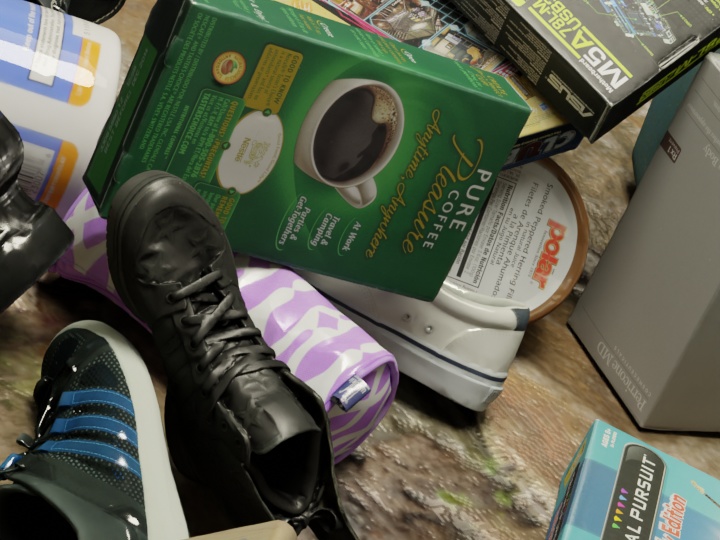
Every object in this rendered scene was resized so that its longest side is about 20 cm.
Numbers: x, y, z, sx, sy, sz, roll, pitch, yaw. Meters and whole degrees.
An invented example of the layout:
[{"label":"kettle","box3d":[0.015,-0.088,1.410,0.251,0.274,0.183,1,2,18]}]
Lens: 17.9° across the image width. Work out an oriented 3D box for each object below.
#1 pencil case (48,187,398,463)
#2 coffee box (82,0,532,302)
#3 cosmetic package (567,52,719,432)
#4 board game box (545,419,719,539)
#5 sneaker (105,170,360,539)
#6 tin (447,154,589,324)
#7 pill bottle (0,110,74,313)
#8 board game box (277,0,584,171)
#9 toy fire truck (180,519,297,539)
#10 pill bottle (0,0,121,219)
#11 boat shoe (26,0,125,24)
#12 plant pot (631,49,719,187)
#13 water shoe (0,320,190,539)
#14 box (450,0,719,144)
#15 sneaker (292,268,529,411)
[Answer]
[{"label":"pencil case","box3d":[-0.071,0.025,1.171,0.200,0.084,0.085,40,75,23]},{"label":"coffee box","box3d":[-0.026,-0.063,1.138,0.199,0.123,0.044,13,24,-29]},{"label":"cosmetic package","box3d":[0.211,-0.013,1.326,0.090,0.201,0.107,7,32,-32]},{"label":"board game box","box3d":[0.190,0.173,1.168,0.199,0.047,0.151,27,29,0]},{"label":"sneaker","box3d":[-0.054,0.054,1.057,0.060,0.201,0.104,-27,29,-27]},{"label":"tin","box3d":[0.036,-0.035,1.310,0.199,0.112,0.042,20,4,-9]},{"label":"pill bottle","box3d":[-0.234,-0.063,1.093,0.200,0.112,0.112,50,28,-10]},{"label":"board game box","box3d":[0.017,-0.106,1.268,0.199,0.035,0.136,-17,65,-31]},{"label":"toy fire truck","box3d":[-0.114,0.172,0.776,0.128,0.201,0.176,17,31,-15]},{"label":"pill bottle","box3d":[-0.236,-0.103,1.205,0.199,0.112,0.112,17,31,-16]},{"label":"boat shoe","box3d":[-0.206,-0.143,1.331,0.199,0.075,0.066,-11,48,-46]},{"label":"plant pot","box3d":[0.294,-0.077,1.513,0.195,0.197,0.200,-2,30,-39]},{"label":"water shoe","box3d":[-0.131,0.089,1.026,0.079,0.072,0.200,5,34,-25]},{"label":"box","box3d":[0.134,-0.198,1.314,0.193,0.048,0.200,-38,76,-26]},{"label":"sneaker","box3d":[0.000,0.000,1.253,0.199,0.071,0.073,29,6,-5]}]
